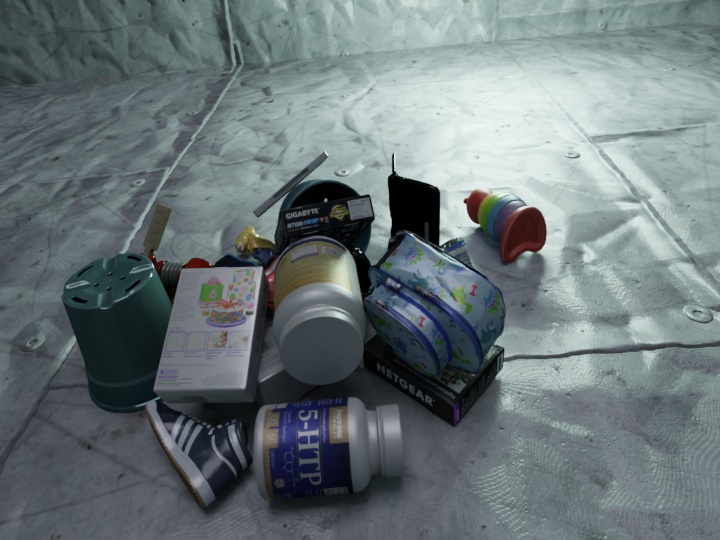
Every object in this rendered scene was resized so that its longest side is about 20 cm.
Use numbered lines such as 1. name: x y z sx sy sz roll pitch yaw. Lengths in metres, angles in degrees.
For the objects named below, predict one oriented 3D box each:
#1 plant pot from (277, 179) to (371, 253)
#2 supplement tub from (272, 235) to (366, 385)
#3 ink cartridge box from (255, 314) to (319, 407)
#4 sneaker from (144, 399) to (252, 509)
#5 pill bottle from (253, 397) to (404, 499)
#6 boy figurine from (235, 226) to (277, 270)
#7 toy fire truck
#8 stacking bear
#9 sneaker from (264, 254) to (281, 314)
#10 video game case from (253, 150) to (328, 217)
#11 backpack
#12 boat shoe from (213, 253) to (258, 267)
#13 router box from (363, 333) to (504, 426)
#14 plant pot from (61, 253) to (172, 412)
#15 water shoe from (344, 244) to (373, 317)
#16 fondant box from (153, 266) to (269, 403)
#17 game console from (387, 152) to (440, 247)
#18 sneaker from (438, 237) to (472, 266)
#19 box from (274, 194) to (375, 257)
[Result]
1. plant pot: -0.097 -0.108 1.159 0.193 0.207 0.188 -16 22 -15
2. supplement tub: -0.064 0.057 0.812 0.139 0.149 0.202 -7 34 -3
3. ink cartridge box: -0.150 0.130 0.920 0.141 0.086 0.199 -25 41 -26
4. sneaker: -0.237 0.243 0.788 0.107 0.072 0.198 -32 48 -28
5. pill bottle: -0.040 0.239 0.724 0.192 0.123 0.121 -6 35 0
6. boy figurine: -0.228 -0.042 1.174 0.122 0.066 0.198 11 16 -44
7. toy fire truck: -0.361 -0.007 1.036 0.169 0.206 0.130 4 36 13
8. stacking bear: 0.309 -0.123 1.191 0.118 0.117 0.200 -17 32 -17
9. sneaker: -0.151 0.037 0.932 0.195 0.075 0.087 -25 51 -19
10. video game case: -0.156 -0.187 1.172 0.199 0.018 0.143 -41 10 -4
11. backpack: 0.109 0.068 0.800 0.196 0.185 0.148 27 66 30
12. boat shoe: -0.249 0.025 1.102 0.068 0.086 0.197 -38 29 -28
13. router box: 0.119 0.146 0.889 0.197 0.052 0.148 26 48 37
14. plant pot: -0.399 0.095 0.907 0.192 0.202 0.203 -3 36 3
15. water shoe: 0.000 0.000 0.988 0.069 0.081 0.203 5 38 -14
16. fondant box: -0.224 0.097 0.822 0.138 0.059 0.206 -2 60 6
17. game console: 0.115 -0.123 1.129 0.172 0.206 0.116 19 42 32
18. sneaker: 0.138 0.023 1.035 0.197 0.087 0.077 -33 7 0
19. box: -0.071 -0.074 0.944 0.153 0.048 0.200 -12 -6 -14
